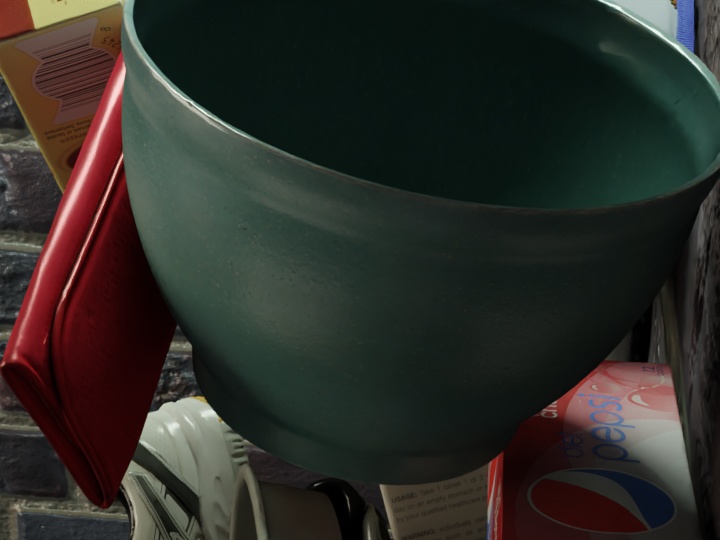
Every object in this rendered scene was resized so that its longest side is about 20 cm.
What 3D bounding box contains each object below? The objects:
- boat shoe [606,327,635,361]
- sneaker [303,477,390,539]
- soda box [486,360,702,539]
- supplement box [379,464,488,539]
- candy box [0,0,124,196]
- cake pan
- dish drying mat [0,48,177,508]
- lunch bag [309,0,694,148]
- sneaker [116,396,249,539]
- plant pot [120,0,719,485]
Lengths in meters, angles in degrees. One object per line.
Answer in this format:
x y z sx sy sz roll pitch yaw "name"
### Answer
0.104 0.014 1.004 0.200 0.057 0.069 -70 -16 -80 "boat shoe"
-0.011 0.140 1.008 0.200 0.075 0.116 -123 21 -62 "sneaker"
0.079 0.094 0.710 0.200 0.070 0.064 -79 -7 -70 "soda box"
0.062 0.158 1.002 0.126 0.073 0.200 29 -134 -87 "supplement box"
-0.112 -0.091 0.838 0.200 0.055 0.116 77 177 -62 "candy box"
-0.029 0.180 0.849 0.200 0.037 0.201 179 90 -82 "cake pan"
-0.076 -0.020 0.716 0.077 0.018 0.200 65 -151 -41 "dish drying mat"
0.048 -0.106 0.854 0.200 0.170 0.124 -87 3 -55 "lunch bag"
-0.083 0.165 0.986 0.076 0.088 0.200 116 139 -69 "sneaker"
0.010 -0.014 0.687 0.200 0.200 0.134 -82 5 -60 "plant pot"
